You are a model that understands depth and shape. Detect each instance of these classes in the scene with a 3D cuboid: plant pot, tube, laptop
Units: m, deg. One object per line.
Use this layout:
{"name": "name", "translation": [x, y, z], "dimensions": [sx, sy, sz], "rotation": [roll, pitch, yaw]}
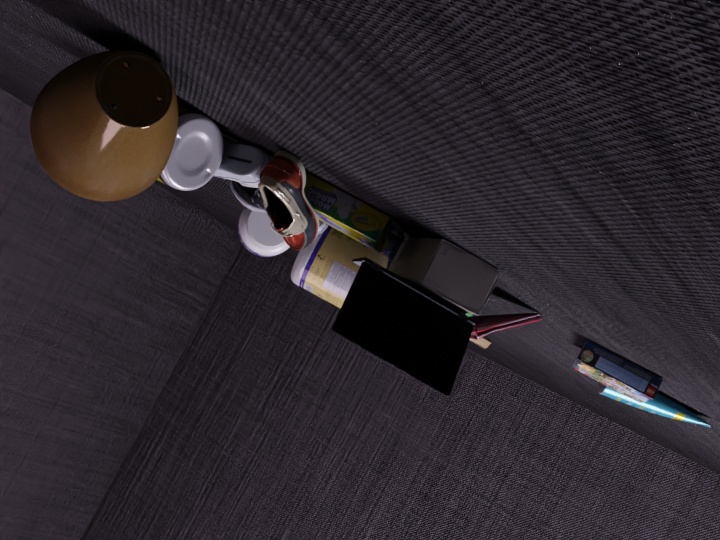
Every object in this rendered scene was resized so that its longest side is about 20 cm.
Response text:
{"name": "plant pot", "translation": [-0.300, -0.195, 1.342], "dimensions": [0.186, 0.187, 0.200], "rotation": [30, 162, -18]}
{"name": "tube", "translation": [0.533, 0.238, 1.966], "dimensions": [0.200, 0.050, 0.077], "rotation": [23, -176, -2]}
{"name": "laptop", "translation": [0.055, 0.075, 1.560], "dimensions": [0.187, 0.116, 0.200], "rotation": [31, 176, -7]}

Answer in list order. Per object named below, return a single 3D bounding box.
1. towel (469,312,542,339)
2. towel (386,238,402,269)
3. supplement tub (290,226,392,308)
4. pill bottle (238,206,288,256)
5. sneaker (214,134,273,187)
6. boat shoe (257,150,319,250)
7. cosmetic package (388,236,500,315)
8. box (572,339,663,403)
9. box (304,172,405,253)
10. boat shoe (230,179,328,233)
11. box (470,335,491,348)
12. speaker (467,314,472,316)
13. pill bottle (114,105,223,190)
{"name": "towel", "translation": [0.184, 0.094, 1.801], "dimensions": [0.144, 0.023, 0.200], "rotation": [-11, -178, -34]}
{"name": "towel", "translation": [0.098, 0.044, 1.713], "dimensions": [0.145, 0.024, 0.200], "rotation": [29, -143, -13]}
{"name": "supplement tub", "translation": [0.000, 0.000, 1.820], "dimensions": [0.200, 0.146, 0.145], "rotation": [28, 176, 4]}
{"name": "pill bottle", "translation": [-0.184, -0.088, 2.165], "dimensions": [0.120, 0.120, 0.200], "rotation": [29, 176, -6]}
{"name": "sneaker", "translation": [-0.199, -0.162, 1.646], "dimensions": [0.200, 0.073, 0.071], "rotation": [25, 172, 40]}
{"name": "boat shoe", "translation": [-0.106, -0.086, 1.547], "dimensions": [0.071, 0.063, 0.200], "rotation": [21, 151, 16]}
{"name": "cosmetic package", "translation": [0.118, 0.005, 1.599], "dimensions": [0.103, 0.073, 0.200], "rotation": [29, 177, -11]}
{"name": "box", "translation": [0.432, 0.174, 1.840], "dimensions": [0.136, 0.038, 0.200], "rotation": [27, 176, 12]}
{"name": "box", "translation": [-0.026, -0.085, 1.622], "dimensions": [0.200, 0.048, 0.117], "rotation": [26, 175, 7]}
{"name": "boat shoe", "translation": [-0.141, -0.123, 1.771], "dimensions": [0.200, 0.072, 0.068], "rotation": [32, 170, 28]}
{"name": "box", "translation": [0.156, 0.067, 2.143], "dimensions": [0.200, 0.021, 0.164], "rotation": [30, -163, -35]}
{"name": "speaker", "translation": [0.110, 0.035, 1.964], "dimensions": [0.200, 0.089, 0.088], "rotation": [30, 176, -27]}
{"name": "pill bottle", "translation": [-0.306, -0.199, 1.615], "dimensions": [0.200, 0.114, 0.114], "rotation": [26, 176, 40]}
